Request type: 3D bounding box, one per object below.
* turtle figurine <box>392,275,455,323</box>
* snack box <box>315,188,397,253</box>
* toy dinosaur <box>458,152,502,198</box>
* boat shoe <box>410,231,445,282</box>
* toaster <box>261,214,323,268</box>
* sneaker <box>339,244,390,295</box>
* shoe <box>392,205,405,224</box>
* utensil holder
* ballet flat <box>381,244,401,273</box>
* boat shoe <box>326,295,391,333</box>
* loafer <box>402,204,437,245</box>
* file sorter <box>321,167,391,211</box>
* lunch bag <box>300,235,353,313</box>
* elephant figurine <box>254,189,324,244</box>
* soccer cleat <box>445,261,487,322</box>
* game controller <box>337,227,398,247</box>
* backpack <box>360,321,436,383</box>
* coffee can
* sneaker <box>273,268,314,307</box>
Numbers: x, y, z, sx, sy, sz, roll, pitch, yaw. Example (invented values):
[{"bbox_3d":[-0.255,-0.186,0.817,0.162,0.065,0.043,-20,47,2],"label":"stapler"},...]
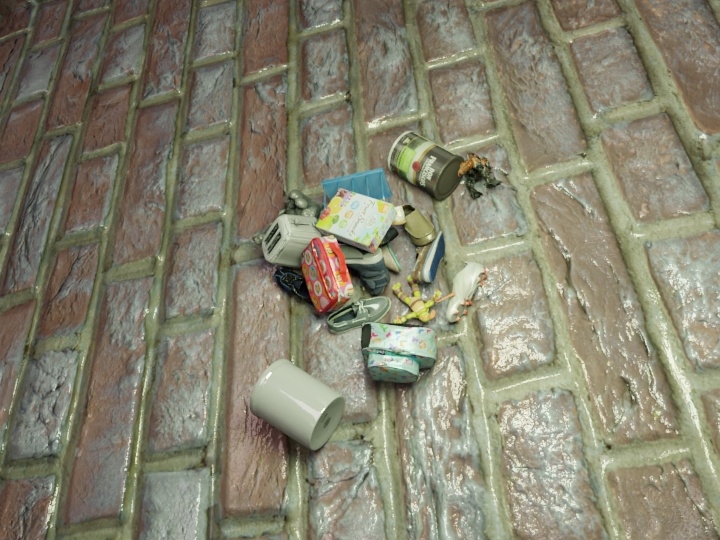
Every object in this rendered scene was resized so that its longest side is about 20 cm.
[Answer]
[{"bbox_3d":[0.167,0.088,1.543,0.200,0.064,0.162,-38,48,12],"label":"turtle figurine"},{"bbox_3d":[-0.013,-0.147,1.565,0.199,0.053,0.143,22,75,33],"label":"snack box"},{"bbox_3d":[0.345,-0.295,1.649,0.199,0.102,0.137,-22,84,-30],"label":"toy dinosaur"},{"bbox_3d":[0.194,-0.046,1.582,0.072,0.073,0.200,-1,38,27],"label":"boat shoe"},{"bbox_3d":[-0.214,-0.086,1.658,0.200,0.128,0.114,-47,49,38],"label":"toaster"},{"bbox_3d":[0.000,0.001,1.607,0.201,0.147,0.077,8,46,41],"label":"sneaker"},{"bbox_3d":[0.040,-0.160,1.633,0.199,0.054,0.070,-3,17,23],"label":"shoe"},{"bbox_3d":[-0.164,0.357,1.443,0.199,0.170,0.171,26,72,23],"label":"utensil holder"},{"bbox_3d":[0.065,-0.056,1.656,0.067,0.068,0.201,-27,48,6],"label":"ballet flat"},{"bbox_3d":[-0.006,0.123,1.578,0.199,0.062,0.073,-23,59,4],"label":"boat shoe"},{"bbox_3d":[0.163,-0.138,1.625,0.076,0.068,0.200,-36,32,-2],"label":"loafer"},{"bbox_3d":[-0.006,-0.214,1.714,0.198,0.139,0.124,-11,61,11],"label":"file sorter"},{"bbox_3d":[-0.091,0.006,1.541,0.081,0.176,0.201,-10,71,-33],"label":"lunch bag"},{"bbox_3d":[-0.229,-0.152,1.761,0.200,0.155,0.142,-52,21,15],"label":"elephant figurine"},{"bbox_3d":[0.283,0.060,1.528,0.077,0.069,0.200,22,64,31],"label":"soccer cleat"},{"bbox_3d":[0.017,-0.103,1.629,0.199,0.042,0.104,9,24,42],"label":"game controller"},{"bbox_3d":[0.104,0.214,1.433,0.198,0.178,0.152,-2,65,4],"label":"backpack"},{"bbox_3d":[0.206,-0.332,1.709,0.200,0.147,0.146,36,77,30],"label":"coffee can"},{"bbox_3d":[-0.197,0.040,1.670,0.199,0.078,0.070,28,73,27],"label":"sneaker"}]
